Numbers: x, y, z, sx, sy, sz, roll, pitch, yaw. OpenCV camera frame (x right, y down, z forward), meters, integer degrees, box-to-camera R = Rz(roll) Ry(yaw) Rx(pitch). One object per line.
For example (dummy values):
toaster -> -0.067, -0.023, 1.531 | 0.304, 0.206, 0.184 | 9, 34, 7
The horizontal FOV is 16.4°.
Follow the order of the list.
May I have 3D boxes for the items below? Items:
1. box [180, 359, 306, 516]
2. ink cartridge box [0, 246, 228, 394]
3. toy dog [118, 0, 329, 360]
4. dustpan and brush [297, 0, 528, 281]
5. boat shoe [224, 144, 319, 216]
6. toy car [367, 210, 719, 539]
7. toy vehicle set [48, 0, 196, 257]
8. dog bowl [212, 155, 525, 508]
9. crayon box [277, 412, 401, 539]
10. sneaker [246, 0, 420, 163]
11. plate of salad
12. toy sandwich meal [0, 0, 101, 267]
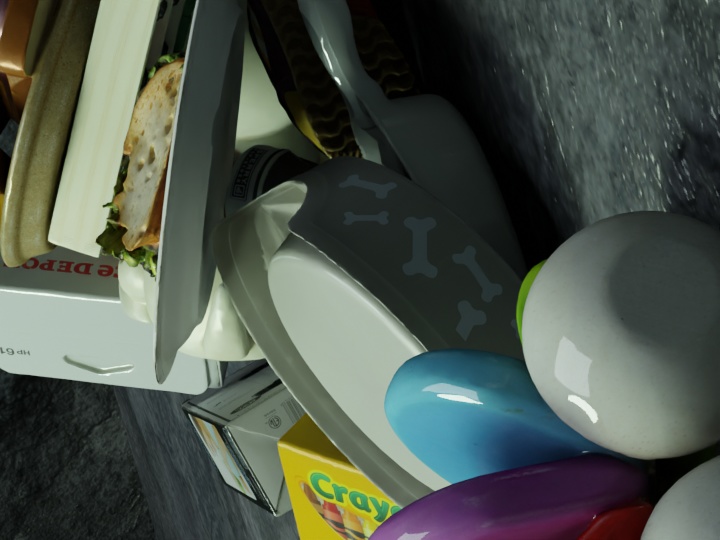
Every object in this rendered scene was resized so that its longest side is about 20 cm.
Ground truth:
box -> -0.031, 0.081, 1.462 | 0.060, 0.116, 0.200 | 61, 169, -6
ink cartridge box -> -0.140, -0.032, 1.543 | 0.085, 0.144, 0.200 | 86, -168, -51
toy dog -> -0.076, -0.064, 1.346 | 0.194, 0.139, 0.201 | -55, -31, -68
dustpan and brush -> 0.019, -0.054, 1.116 | 0.140, 0.057, 0.201 | -133, 25, -64
boat shoe -> 0.001, -0.003, 1.274 | 0.074, 0.068, 0.199 | -67, -29, -22
toy car -> 0.077, 0.092, 0.826 | 0.175, 0.150, 0.200 | 92, 156, -65
toy vehicle set -> -0.101, -0.119, 1.193 | 0.124, 0.026, 0.201 | -68, -6, -65
dog bowl -> 0.023, 0.035, 1.093 | 0.200, 0.059, 0.200 | 42, 161, 18
crayon box -> 0.031, 0.140, 1.270 | 0.127, 0.051, 0.200 | 16, 133, 35
sneaker -> -0.032, -0.144, 1.183 | 0.090, 0.075, 0.201 | -143, 36, -63
plate of salad -> -0.085, -0.049, 1.127 | 0.200, 0.048, 0.201 | 7, -90, -89
toy sandwich meal -> -0.160, -0.098, 1.213 | 0.205, 0.070, 0.206 | 18, -90, -89
